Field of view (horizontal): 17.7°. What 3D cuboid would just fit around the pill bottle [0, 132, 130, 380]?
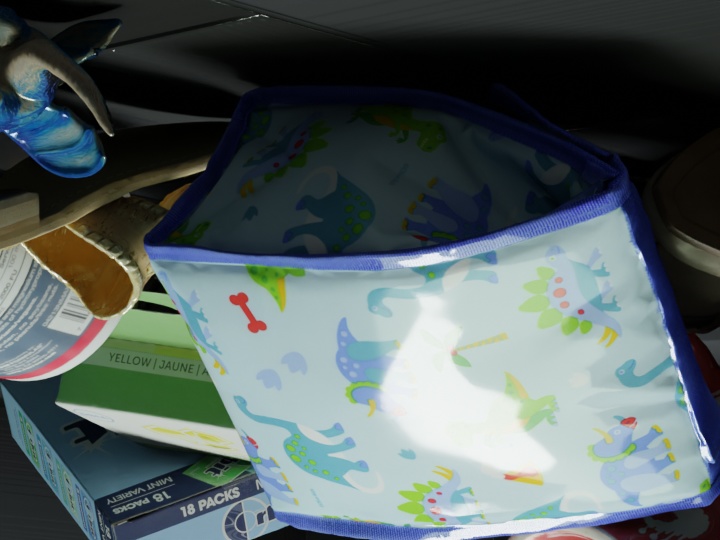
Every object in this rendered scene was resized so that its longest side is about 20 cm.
[{"bbox_3d":[-0.197,-0.022,1.019,0.119,0.121,0.200,1,170,28],"label":"pill bottle"}]

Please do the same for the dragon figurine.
[{"bbox_3d":[-0.124,-0.068,0.854,0.099,0.059,0.199,11,172,-43],"label":"dragon figurine"}]

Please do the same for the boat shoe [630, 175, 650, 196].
[{"bbox_3d":[0.109,-0.025,1.087,0.199,0.057,0.067,7,137,-42],"label":"boat shoe"}]

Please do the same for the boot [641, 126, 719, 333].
[{"bbox_3d":[0.154,-0.007,0.996,0.199,0.071,0.146,-1,162,-38],"label":"boot"}]

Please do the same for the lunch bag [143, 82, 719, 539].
[{"bbox_3d":[0.040,0.019,0.936,0.199,0.128,0.171,5,137,33],"label":"lunch bag"}]

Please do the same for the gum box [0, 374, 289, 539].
[{"bbox_3d":[-0.098,0.093,1.346,0.169,0.045,0.200,-18,-153,-21],"label":"gum box"}]

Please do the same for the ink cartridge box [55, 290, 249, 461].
[{"bbox_3d":[-0.091,0.056,1.179,0.145,0.048,0.200,7,167,25],"label":"ink cartridge box"}]

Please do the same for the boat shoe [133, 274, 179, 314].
[{"bbox_3d":[-0.107,0.025,1.334,0.060,0.072,0.201,-12,-171,-8],"label":"boat shoe"}]

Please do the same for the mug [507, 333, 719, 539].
[{"bbox_3d":[0.149,0.116,1.045,0.177,0.134,0.199,19,-147,41],"label":"mug"}]

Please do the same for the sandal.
[{"bbox_3d":[-0.119,-0.011,0.969,0.077,0.070,0.211,8,-163,35],"label":"sandal"}]
